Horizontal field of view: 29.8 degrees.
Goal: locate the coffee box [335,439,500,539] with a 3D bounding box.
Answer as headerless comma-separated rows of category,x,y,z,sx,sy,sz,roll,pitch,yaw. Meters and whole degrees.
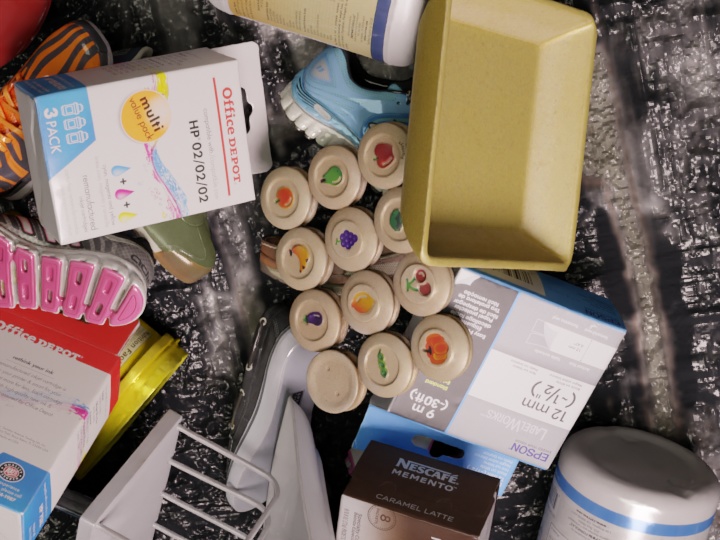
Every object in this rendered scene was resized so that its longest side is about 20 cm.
coffee box,0.038,0.251,1.088,0.114,0.080,0.200,15,120,13

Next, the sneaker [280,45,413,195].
sneaker,0.035,-0.107,1.067,0.200,0.078,0.090,36,107,-1

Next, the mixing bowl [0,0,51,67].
mixing bowl,-0.310,-0.228,1.061,0.108,0.200,0.200,22,117,-41

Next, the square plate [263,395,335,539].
square plate,-0.048,0.239,1.106,0.028,0.198,0.200,0,136,-13

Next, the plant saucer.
plant saucer,0.095,-0.103,0.991,0.048,0.200,0.201,8,94,38

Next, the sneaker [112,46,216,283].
sneaker,-0.161,-0.092,1.115,0.090,0.067,0.200,-29,96,24

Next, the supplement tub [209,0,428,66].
supplement tub,-0.034,-0.246,1.002,0.200,0.144,0.145,19,110,6

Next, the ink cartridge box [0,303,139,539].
ink cartridge box,-0.267,0.108,1.073,0.116,0.200,0.067,22,140,7

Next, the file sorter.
file sorter,-0.159,0.250,1.146,0.124,0.139,0.200,26,131,9

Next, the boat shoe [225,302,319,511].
boat shoe,-0.080,0.118,1.172,0.057,0.069,0.200,41,123,35

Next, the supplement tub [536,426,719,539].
supplement tub,0.206,0.241,1.109,0.132,0.132,0.200,13,110,8

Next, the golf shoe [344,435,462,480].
golf shoe,0.071,0.216,1.162,0.091,0.075,0.200,-35,108,-2

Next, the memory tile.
memory tile,0.000,0.000,1.032,0.153,0.017,0.200,-19,84,34

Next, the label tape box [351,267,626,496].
label tape box,0.097,0.093,1.067,0.143,0.066,0.200,21,109,-13

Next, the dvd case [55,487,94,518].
dvd case,-0.278,0.190,1.172,0.142,0.200,0.018,22,75,6

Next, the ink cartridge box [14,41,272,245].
ink cartridge box,-0.152,-0.103,1.044,0.200,0.068,0.115,-15,112,-23

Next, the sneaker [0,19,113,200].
sneaker,-0.277,-0.113,1.064,0.078,0.112,0.200,50,123,12

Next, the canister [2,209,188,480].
canister,-0.272,0.062,1.178,0.200,0.087,0.149,41,109,-1

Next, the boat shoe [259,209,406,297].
boat shoe,0.019,-0.016,1.105,0.199,0.076,0.074,7,103,1

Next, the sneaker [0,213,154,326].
sneaker,-0.254,-0.015,1.094,0.199,0.087,0.074,14,119,9
